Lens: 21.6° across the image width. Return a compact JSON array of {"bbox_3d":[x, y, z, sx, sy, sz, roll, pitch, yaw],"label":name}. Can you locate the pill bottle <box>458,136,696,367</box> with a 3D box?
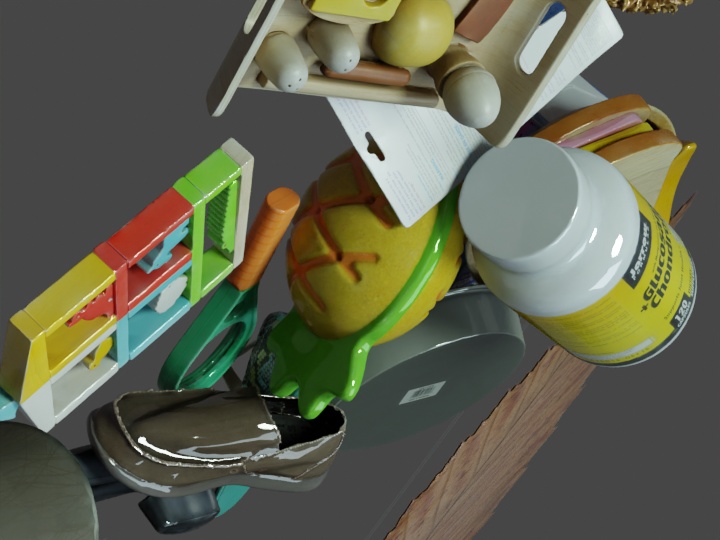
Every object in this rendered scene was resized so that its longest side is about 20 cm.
[{"bbox_3d":[0.139,-0.014,1.227,0.112,0.112,0.200,-49,148,4],"label":"pill bottle"}]

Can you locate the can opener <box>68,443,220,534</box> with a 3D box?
[{"bbox_3d":[-0.154,0.134,1.270,0.063,0.079,0.200,-44,158,16],"label":"can opener"}]

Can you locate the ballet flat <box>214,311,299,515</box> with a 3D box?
[{"bbox_3d":[-0.082,0.101,1.373,0.074,0.074,0.200,-30,161,-50],"label":"ballet flat"}]

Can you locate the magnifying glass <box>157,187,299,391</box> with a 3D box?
[{"bbox_3d":[-0.084,0.020,1.251,0.080,0.022,0.200,-33,158,-44],"label":"magnifying glass"}]

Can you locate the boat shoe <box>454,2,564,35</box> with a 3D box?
[{"bbox_3d":[0.082,-0.177,1.105,0.200,0.072,0.072,-28,161,-2],"label":"boat shoe"}]

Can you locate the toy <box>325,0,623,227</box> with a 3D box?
[{"bbox_3d":[0.064,-0.135,1.177,0.200,0.115,0.047,-40,-151,-15],"label":"toy"}]

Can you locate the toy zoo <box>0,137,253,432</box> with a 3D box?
[{"bbox_3d":[-0.141,0.020,1.088,0.200,0.020,0.131,-42,164,-24],"label":"toy zoo"}]

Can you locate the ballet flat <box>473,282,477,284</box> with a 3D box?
[{"bbox_3d":[0.107,0.026,1.688,0.200,0.074,0.074,-49,165,1],"label":"ballet flat"}]

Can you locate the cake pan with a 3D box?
[{"bbox_3d":[0.039,0.078,1.425,0.200,0.037,0.200,-21,157,-10],"label":"cake pan"}]

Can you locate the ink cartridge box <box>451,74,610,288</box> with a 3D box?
[{"bbox_3d":[0.098,-0.062,1.460,0.200,0.076,0.136,-54,164,27],"label":"ink cartridge box"}]

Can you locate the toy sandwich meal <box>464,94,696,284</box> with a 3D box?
[{"bbox_3d":[0.167,-0.043,1.376,0.205,0.070,0.205,-23,143,-18],"label":"toy sandwich meal"}]

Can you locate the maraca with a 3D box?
[{"bbox_3d":[0.000,0.000,1.225,0.107,0.137,0.200,27,91,-30],"label":"maraca"}]

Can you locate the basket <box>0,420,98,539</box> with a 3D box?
[{"bbox_3d":[-0.250,0.159,0.930,0.180,0.136,0.200,-47,163,16],"label":"basket"}]

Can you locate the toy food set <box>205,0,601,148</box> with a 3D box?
[{"bbox_3d":[0.030,-0.130,1.001,0.200,0.060,0.144,2,133,-37],"label":"toy food set"}]

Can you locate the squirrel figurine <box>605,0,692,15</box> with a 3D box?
[{"bbox_3d":[0.226,-0.219,1.233,0.200,0.142,0.187,-31,-159,25],"label":"squirrel figurine"}]

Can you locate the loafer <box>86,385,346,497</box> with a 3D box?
[{"bbox_3d":[-0.091,0.101,1.250,0.200,0.073,0.071,4,136,-43],"label":"loafer"}]
